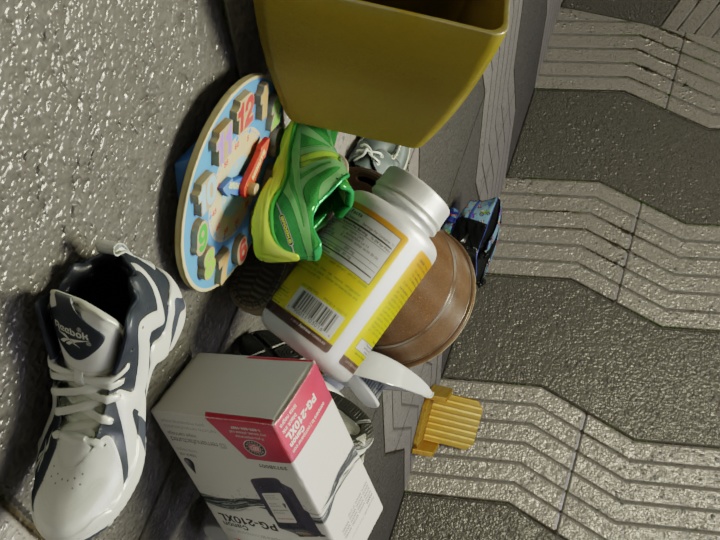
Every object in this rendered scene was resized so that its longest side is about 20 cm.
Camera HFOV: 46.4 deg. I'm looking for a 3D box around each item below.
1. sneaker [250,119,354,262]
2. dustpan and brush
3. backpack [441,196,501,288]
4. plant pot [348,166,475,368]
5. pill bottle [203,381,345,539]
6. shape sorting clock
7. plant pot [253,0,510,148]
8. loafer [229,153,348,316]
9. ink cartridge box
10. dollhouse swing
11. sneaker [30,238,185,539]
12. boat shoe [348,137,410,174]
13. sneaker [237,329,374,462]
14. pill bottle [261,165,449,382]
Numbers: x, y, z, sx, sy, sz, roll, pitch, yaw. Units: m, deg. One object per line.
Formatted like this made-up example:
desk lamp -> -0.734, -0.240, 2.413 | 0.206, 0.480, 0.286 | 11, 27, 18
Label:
sneaker -> -0.043, -0.085, 0.796 | 0.074, 0.083, 0.202 | 99, 6, -58
dustpan and brush -> -0.010, 0.123, 1.000 | 0.200, 0.138, 0.058 | 54, 45, -47
backpack -> 0.271, -0.088, 2.060 | 0.183, 0.133, 0.202 | 80, 30, -60
plant pot -> 0.014, -0.010, 1.001 | 0.198, 0.198, 0.202 | 46, 60, -54
pill bottle -> -0.098, 0.228, 0.978 | 0.120, 0.118, 0.201 | 87, 24, -53
shape sorting clock -> -0.111, -0.077, 0.755 | 0.200, 0.039, 0.202 | 16, 90, -76
plant pot -> 0.016, -0.226, 0.745 | 0.177, 0.197, 0.202 | 104, -3, -55
loafer -> -0.074, -0.038, 0.891 | 0.201, 0.075, 0.068 | -60, 164, -17
ink cartridge box -> -0.083, 0.182, 0.794 | 0.085, 0.143, 0.202 | -55, 134, -43
dollhouse swing -> 0.281, 0.494, 2.671 | 0.182, 0.174, 0.202 | -21, 127, -73
sneaker -> -0.183, 0.071, 0.554 | 0.130, 0.079, 0.201 | 75, 33, -62
boat shoe -> 0.016, -0.136, 1.127 | 0.062, 0.072, 0.202 | 56, 56, -77
sneaker -> -0.073, 0.160, 0.898 | 0.075, 0.200, 0.116 | -17, 135, -39
pill bottle -> 0.000, 0.000, 0.823 | 0.201, 0.109, 0.109 | -53, 163, -6
